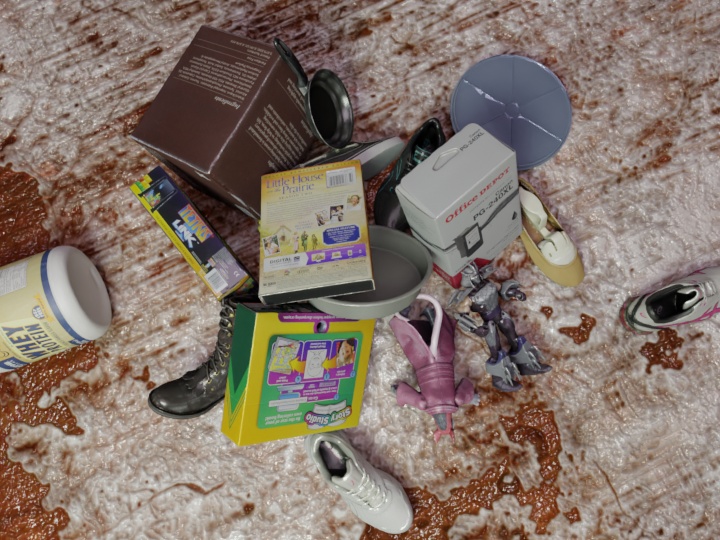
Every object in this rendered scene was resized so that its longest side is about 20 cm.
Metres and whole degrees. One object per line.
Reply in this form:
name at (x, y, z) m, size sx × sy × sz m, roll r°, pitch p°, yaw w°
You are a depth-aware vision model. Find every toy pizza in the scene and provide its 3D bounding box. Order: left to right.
toy pizza at (0.244, -0.257, 0.943) m, size 0.199 × 0.032 × 0.202 m, roll 0°, pitch 80°, yaw -1°

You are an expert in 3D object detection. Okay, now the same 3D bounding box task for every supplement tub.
supplement tub at (-0.486, 0.061, 0.833) m, size 0.199 × 0.144 × 0.145 m, roll -21°, pitch 81°, yaw -3°

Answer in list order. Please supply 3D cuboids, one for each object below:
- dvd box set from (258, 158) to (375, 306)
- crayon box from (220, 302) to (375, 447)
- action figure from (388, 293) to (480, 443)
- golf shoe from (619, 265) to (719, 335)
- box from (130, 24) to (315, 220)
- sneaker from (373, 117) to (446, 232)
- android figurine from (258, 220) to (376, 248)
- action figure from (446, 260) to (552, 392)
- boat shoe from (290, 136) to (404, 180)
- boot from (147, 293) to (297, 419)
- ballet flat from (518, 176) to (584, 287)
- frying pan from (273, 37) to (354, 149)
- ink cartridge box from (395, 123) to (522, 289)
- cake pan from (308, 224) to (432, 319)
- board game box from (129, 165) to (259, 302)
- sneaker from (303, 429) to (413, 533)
dvd box set at (-0.061, -0.055, 0.764) m, size 0.145 × 0.029 × 0.201 m, roll -9°, pitch 57°, yaw 4°
crayon box at (-0.080, 0.135, 0.786) m, size 0.199 × 0.058 × 0.174 m, roll 4°, pitch 99°, yaw -41°
action figure at (0.114, 0.144, 0.824) m, size 0.133 × 0.149 × 0.201 m, roll -7°, pitch 66°, yaw -7°
golf shoe at (0.497, 0.044, 0.861) m, size 0.199 × 0.092 × 0.073 m, roll -22°, pitch 80°, yaw -5°
box at (-0.185, -0.214, 0.848) m, size 0.164 × 0.166 × 0.201 m, roll 26°, pitch 81°, yaw 24°
sneaker at (0.075, -0.150, 0.902) m, size 0.075 × 0.079 × 0.201 m, roll 23°, pitch 82°, yaw 4°
android figurine at (-0.076, -0.067, 0.906) m, size 0.199 × 0.041 × 0.183 m, roll 33°, pitch 82°, yaw 5°
action figure at (0.200, 0.074, 0.846) m, size 0.130 × 0.069 × 0.201 m, roll -32°, pitch 101°, yaw -23°
boat shoe at (-0.018, -0.172, 0.890) m, size 0.199 × 0.071 × 0.064 m, roll -30°, pitch 75°, yaw -28°
boot at (-0.190, 0.107, 0.793) m, size 0.199 × 0.175 × 0.069 m, roll -12°, pitch 42°, yaw -36°
ballet flat at (0.281, -0.060, 0.893) m, size 0.068 × 0.063 × 0.200 m, roll -36°, pitch 82°, yaw -6°
frying pan at (-0.066, -0.234, 0.807) m, size 0.031 × 0.190 × 0.116 m, roll -5°, pitch 86°, yaw 32°
ink cartridge box at (0.148, -0.085, 0.822) m, size 0.145 × 0.200 × 0.083 m, roll -40°, pitch 57°, yaw -6°
cake pan at (0.000, 0.000, 0.803) m, size 0.199 × 0.201 × 0.037 m, roll 1°, pitch 125°, yaw 0°
board game box at (-0.228, -0.037, 0.838) m, size 0.057 × 0.165 × 0.200 m, roll -39°, pitch 82°, yaw -6°
sneaker at (-0.007, 0.301, 0.813) m, size 0.200 × 0.099 × 0.078 m, roll 40°, pitch 83°, yaw 6°
